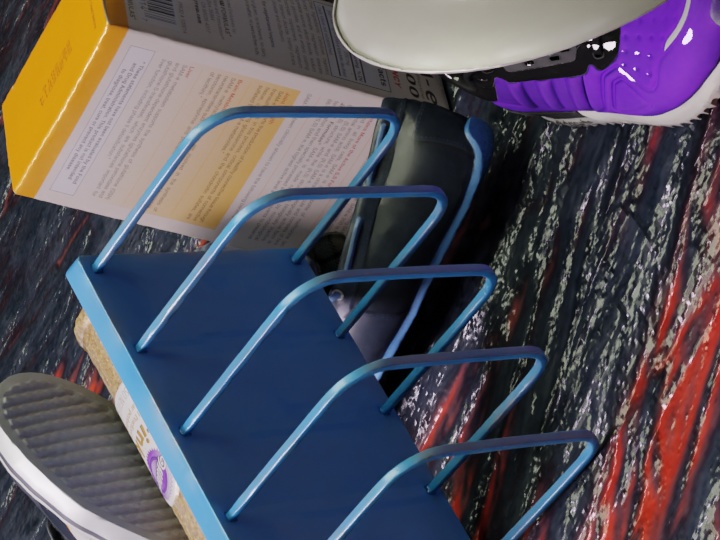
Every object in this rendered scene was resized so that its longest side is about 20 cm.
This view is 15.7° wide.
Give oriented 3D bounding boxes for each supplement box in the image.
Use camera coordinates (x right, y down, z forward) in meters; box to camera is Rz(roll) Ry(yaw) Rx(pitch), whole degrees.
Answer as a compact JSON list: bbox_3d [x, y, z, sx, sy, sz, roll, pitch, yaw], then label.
[{"bbox_3d":[-0.071,-0.084,1.370,0.126,0.199,0.074,-55,34,35],"label":"supplement box"}]

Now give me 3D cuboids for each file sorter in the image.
[{"bbox_3d":[-0.009,0.039,1.155,0.123,0.138,0.200,-51,58,35],"label":"file sorter"}]

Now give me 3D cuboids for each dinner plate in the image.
[{"bbox_3d":[0.078,-0.150,1.136,0.199,0.024,0.200,-19,31,12],"label":"dinner plate"}]

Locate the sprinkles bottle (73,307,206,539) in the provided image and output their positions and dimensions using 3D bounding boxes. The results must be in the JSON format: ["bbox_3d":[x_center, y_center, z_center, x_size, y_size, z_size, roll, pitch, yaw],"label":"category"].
[{"bbox_3d":[-0.074,0.092,1.322,0.200,0.068,0.068,58,133,28],"label":"sprinkles bottle"}]

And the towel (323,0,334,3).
[{"bbox_3d":[-0.020,-0.195,1.464,0.200,0.034,0.133,118,155,-71],"label":"towel"}]

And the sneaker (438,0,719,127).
[{"bbox_3d":[0.088,-0.104,1.150,0.200,0.099,0.070,-11,68,65],"label":"sneaker"}]

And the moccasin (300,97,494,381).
[{"bbox_3d":[0.000,0.000,1.305,0.081,0.068,0.201,-68,4,-71],"label":"moccasin"}]

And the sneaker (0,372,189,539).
[{"bbox_3d":[-0.119,0.138,1.359,0.080,0.200,0.078,-55,-1,40],"label":"sneaker"}]

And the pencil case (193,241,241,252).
[{"bbox_3d":[-0.081,0.083,1.434,0.201,0.083,0.091,-69,-12,14],"label":"pencil case"}]
